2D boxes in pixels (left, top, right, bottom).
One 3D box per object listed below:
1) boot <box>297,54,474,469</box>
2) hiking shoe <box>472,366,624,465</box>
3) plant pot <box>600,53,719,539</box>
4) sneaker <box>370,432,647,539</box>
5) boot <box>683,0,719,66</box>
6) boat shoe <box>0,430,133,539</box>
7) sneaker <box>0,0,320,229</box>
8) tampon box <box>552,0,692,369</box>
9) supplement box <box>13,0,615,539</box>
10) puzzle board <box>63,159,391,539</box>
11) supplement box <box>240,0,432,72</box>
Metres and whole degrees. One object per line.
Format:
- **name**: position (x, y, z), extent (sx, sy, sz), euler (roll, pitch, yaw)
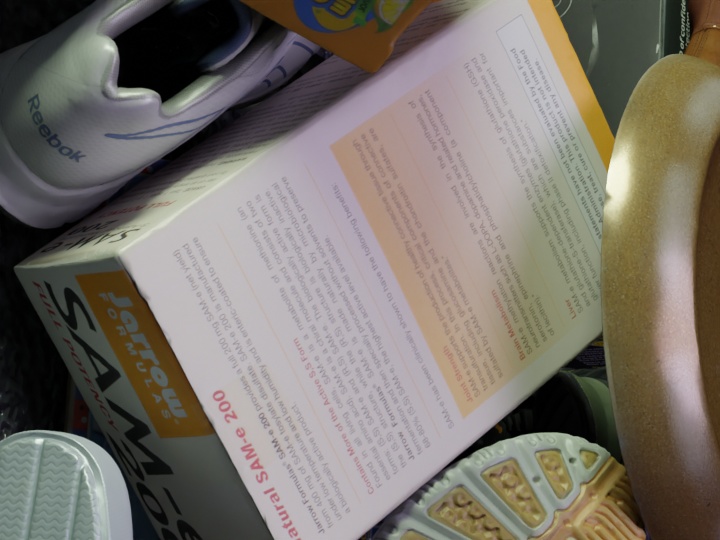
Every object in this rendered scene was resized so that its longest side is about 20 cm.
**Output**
- **boot**: position (0.017, 0.012, 0.895), extent (0.198, 0.073, 0.163), euler (57, 44, -32)
- **hiking shoe**: position (0.100, 0.076, 0.944), extent (0.200, 0.101, 0.076), euler (-169, -93, -81)
- **plant pot**: position (0.138, 0.019, 0.802), extent (0.200, 0.027, 0.200), euler (14, 74, -60)
- **sneaker**: position (0.012, 0.133, 0.744), extent (0.200, 0.088, 0.076), euler (-42, 84, -20)
- **boot**: position (0.176, -0.026, 0.936), extent (0.200, 0.068, 0.188), euler (-60, 136, -44)
- **boat shoe**: position (-0.107, 0.149, 0.670), extent (0.062, 0.072, 0.200), euler (30, 71, -68)
- **sneaker**: position (-0.045, -0.085, 0.738), extent (0.075, 0.087, 0.200), euler (53, 49, -13)
- **tampon box**: position (0.121, -0.044, 1.039), extent (0.200, 0.126, 0.150), euler (31, 59, -56)
- **supplement box**: position (0.000, 0.000, 0.749), extent (0.200, 0.074, 0.126), euler (-36, 108, -32)
- **puzzle board**: position (-0.035, 0.066, 0.776), extent (0.151, 0.017, 0.200), euler (8, 82, -35)
- **supplement box**: position (-0.001, -0.160, 0.733), extent (0.069, 0.067, 0.200), euler (26, 39, -25)
